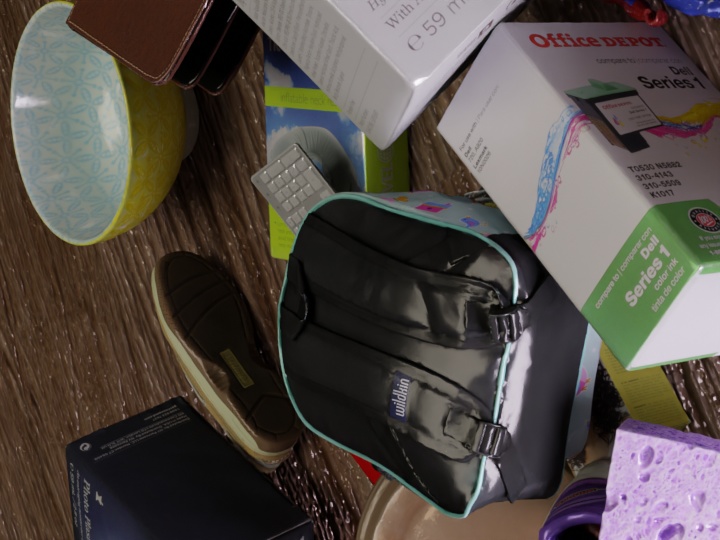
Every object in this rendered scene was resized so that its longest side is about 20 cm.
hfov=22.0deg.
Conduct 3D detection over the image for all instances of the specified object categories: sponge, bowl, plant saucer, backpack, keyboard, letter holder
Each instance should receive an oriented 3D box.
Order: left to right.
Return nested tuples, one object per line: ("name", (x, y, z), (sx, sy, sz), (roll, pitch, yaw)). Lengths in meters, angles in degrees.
("bowl", (-0.199, -0.125, 1.545), (0.199, 0.107, 0.202), (14, 108, 50))
("letter holder", (-0.093, -0.224, 1.277), (0.142, 0.100, 0.201), (35, 103, 46))
("keyboard", (0.000, 0.000, 1.317), (0.201, 0.011, 0.056), (52, 138, -6))
("backpack", (0.048, 0.038, 1.134), (0.199, 0.153, 0.178), (17, 108, 38))
("plant saucer", (0.089, 0.196, 1.207), (0.198, 0.029, 0.202), (1, 93, 14))
("sponge", (0.230, 0.159, 1.020), (0.198, 0.030, 0.113), (12, 102, 18))

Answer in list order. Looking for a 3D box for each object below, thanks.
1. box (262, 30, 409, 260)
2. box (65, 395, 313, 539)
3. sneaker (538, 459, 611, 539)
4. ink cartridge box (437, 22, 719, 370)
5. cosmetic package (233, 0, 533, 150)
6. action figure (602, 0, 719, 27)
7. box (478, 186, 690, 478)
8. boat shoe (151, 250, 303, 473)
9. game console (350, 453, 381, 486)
("box", (-0.018, -0.105, 1.362), (0.121, 0.047, 0.202), (10, 105, 50))
("box", (-0.138, 0.247, 1.504), (0.198, 0.122, 0.202), (35, 136, 42))
("sneaker", (0.196, 0.170, 1.086), (0.198, 0.083, 0.081), (3, 115, 35))
("ink cartridge box", (0.160, -0.049, 1.057), (0.201, 0.144, 0.084), (55, 132, 30))
("cosmetic package", (0.008, -0.209, 1.076), (0.200, 0.165, 0.165), (44, 170, 2))
("action figure", (0.182, -0.176, 1.087), (0.199, 0.051, 0.066), (26, 121, 50))
("box", (0.131, 0.031, 1.193), (0.075, 0.050, 0.201), (-50, 58, 45))
("boat shoe", (-0.119, 0.079, 1.521), (0.201, 0.071, 0.076), (60, 150, 25))
("game console", (0.066, 0.117, 1.299), (0.172, 0.119, 0.201), (-42, 72, 13))
